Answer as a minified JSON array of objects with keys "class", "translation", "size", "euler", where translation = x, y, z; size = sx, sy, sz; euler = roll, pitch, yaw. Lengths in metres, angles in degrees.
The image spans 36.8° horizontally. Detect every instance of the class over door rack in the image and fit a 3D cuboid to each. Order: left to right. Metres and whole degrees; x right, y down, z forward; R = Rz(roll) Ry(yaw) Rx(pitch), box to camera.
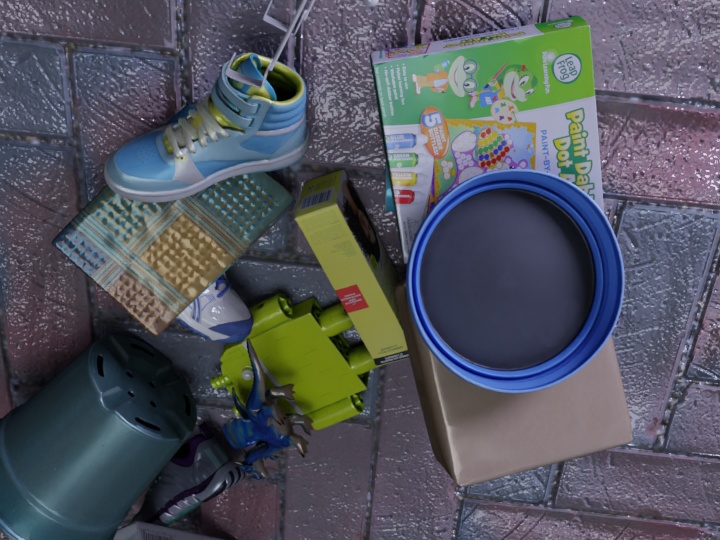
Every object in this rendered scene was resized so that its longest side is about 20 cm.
[{"class":"over door rack","translation":[-0.018,-0.245,0.906],"size":[0.067,0.148,0.200],"euler":[38,120,-12]}]

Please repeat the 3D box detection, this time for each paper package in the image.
[{"class":"paper package","translation":[0.148,0.087,1.065],"size":[0.190,0.103,0.201],"euler":[-13,93,-6]}]

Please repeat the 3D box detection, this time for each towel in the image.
[{"class":"towel","translation":[-0.184,-0.050,1.075],"size":[0.200,0.022,0.147],"euler":[-45,107,-1]}]

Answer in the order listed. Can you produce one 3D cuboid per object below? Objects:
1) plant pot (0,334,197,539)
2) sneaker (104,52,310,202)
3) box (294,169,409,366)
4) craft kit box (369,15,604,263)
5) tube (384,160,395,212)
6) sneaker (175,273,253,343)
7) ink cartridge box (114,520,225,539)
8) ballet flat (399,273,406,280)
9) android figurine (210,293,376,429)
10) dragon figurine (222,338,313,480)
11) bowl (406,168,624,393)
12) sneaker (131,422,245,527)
[{"class":"plant pot","translation":[-0.301,0.189,1.221],"size":[0.200,0.200,0.196],"euler":[38,113,-19]},{"class":"sneaker","translation":[-0.138,-0.137,0.982],"size":[0.199,0.080,0.131],"euler":[-19,155,-18]},{"class":"box","translation":[0.000,0.000,1.118],"size":[0.050,0.075,0.200],"euler":[-17,122,17]},{"class":"craft kit box","translation":[0.120,-0.118,1.006],"size":[0.197,0.049,0.201],"euler":[-11,115,-1]},{"class":"tube","translation":[0.123,-0.081,1.067],"size":[0.199,0.050,0.078],"euler":[2,127,1]},{"class":"sneaker","translation":[-0.177,-0.009,1.121],"size":[0.200,0.075,0.088],"euler":[43,114,-13]},{"class":"ink cartridge box","translation":[-0.208,0.408,1.319],"size":[0.045,0.177,0.200],"euler":[-29,146,23]},{"class":"ballet flat","translation":[0.121,0.066,1.162],"size":[0.199,0.069,0.071],"euler":[22,144,-10]},{"class":"android figurine","translation":[-0.075,0.106,1.222],"size":[0.200,0.041,0.182],"euler":[-23,119,19]},{"class":"dragon figurine","translation":[-0.117,0.164,1.201],"size":[0.099,0.059,0.200],"euler":[-10,134,21]},{"class":"bowl","translation":[0.138,0.008,0.983],"size":[0.200,0.039,0.201],"euler":[0,91,-8]},{"class":"sneaker","translation":[-0.227,0.257,1.342],"size":[0.200,0.074,0.088],"euler":[-35,83,32]}]
